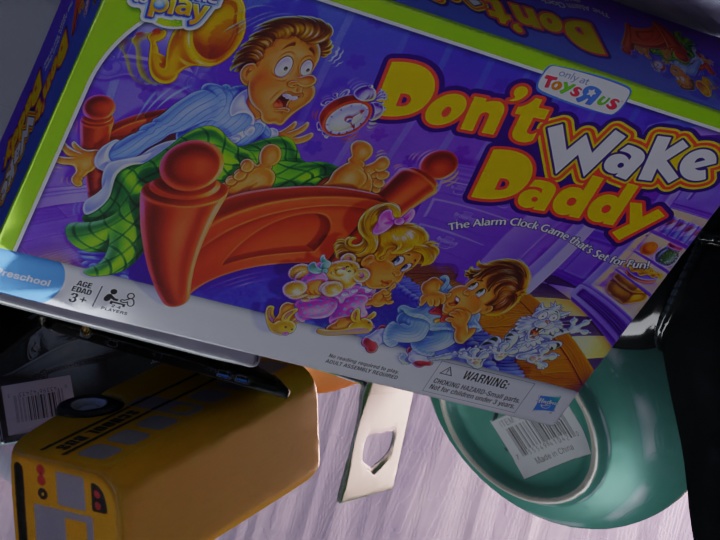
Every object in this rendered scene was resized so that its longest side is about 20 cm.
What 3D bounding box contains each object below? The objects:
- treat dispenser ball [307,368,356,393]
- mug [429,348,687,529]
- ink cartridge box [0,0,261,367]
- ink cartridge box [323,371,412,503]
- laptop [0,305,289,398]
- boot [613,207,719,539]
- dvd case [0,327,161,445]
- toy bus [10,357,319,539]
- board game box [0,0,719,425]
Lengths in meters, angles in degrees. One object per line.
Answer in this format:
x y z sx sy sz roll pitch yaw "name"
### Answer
-0.041 -0.016 1.238 0.200 0.202 0.201 15 -179 0 "treat dispenser ball"
0.103 0.029 0.823 0.152 0.186 0.114 23 -139 32 "mug"
-0.117 -0.060 0.741 0.145 0.145 0.200 16 -179 -24 "ink cartridge box"
0.000 0.000 0.832 0.059 0.201 0.104 13 180 13 "ink cartridge box"
-0.169 0.053 0.832 0.199 0.104 0.177 19 -177 -35 "laptop"
0.107 0.022 0.713 0.162 0.199 0.073 8 175 25 "boot"
-0.148 -0.015 0.981 0.145 0.201 0.022 -9 176 -30 "dvd case"
-0.083 0.084 0.847 0.078 0.065 0.200 6 -163 30 "toy bus"
0.002 -0.033 0.536 0.199 0.135 0.045 15 -141 -22 "board game box"
